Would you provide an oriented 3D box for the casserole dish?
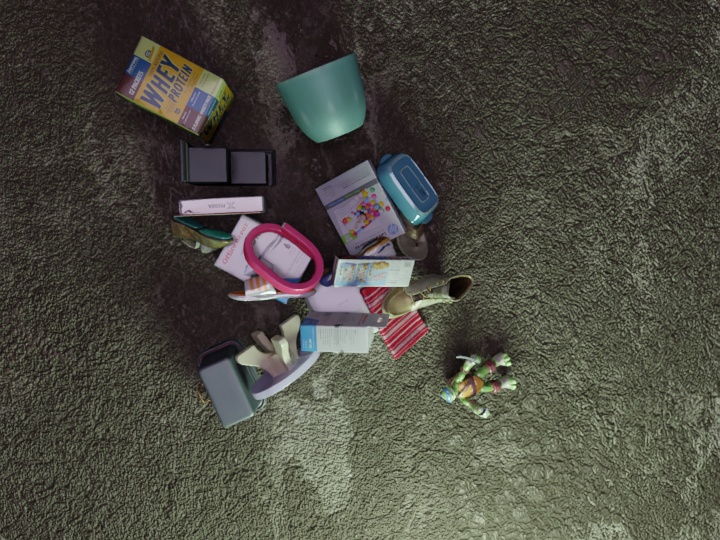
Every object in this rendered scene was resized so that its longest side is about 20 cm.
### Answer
[{"bbox_3d":[0.124,-0.208,1.520,0.200,0.039,0.121,54,52,-9],"label":"casserole dish"}]

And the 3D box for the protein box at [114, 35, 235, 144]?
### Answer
[{"bbox_3d":[-0.418,-0.407,1.415,0.198,0.200,0.135,27,92,-6],"label":"protein box"}]

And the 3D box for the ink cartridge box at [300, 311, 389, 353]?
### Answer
[{"bbox_3d":[-0.033,0.146,1.455,0.200,0.116,0.067,1,102,8],"label":"ink cartridge box"}]

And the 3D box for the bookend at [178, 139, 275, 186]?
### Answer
[{"bbox_3d":[-0.305,-0.248,1.439,0.198,0.200,0.092,-1,95,-4],"label":"bookend"}]

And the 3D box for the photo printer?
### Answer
[{"bbox_3d":[-0.042,0.085,1.552,0.166,0.069,0.200,-27,96,-2],"label":"photo printer"}]

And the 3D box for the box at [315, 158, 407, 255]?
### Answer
[{"bbox_3d":[0.001,-0.151,1.527,0.156,0.041,0.200,-25,98,19],"label":"box"}]

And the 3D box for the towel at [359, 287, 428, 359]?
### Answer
[{"bbox_3d":[0.087,0.103,1.547,0.145,0.022,0.200,-33,99,-40],"label":"towel"}]

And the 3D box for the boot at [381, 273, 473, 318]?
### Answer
[{"bbox_3d":[0.162,0.059,1.494,0.200,0.155,0.072,-24,100,-27],"label":"boot"}]

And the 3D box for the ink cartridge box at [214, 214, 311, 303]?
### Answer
[{"bbox_3d":[-0.237,-0.030,1.520,0.200,0.086,0.147,29,92,-8],"label":"ink cartridge box"}]

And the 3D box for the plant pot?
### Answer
[{"bbox_3d":[-0.078,-0.400,1.454,0.200,0.201,0.161,-23,109,-2],"label":"plant pot"}]

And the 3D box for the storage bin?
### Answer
[{"bbox_3d":[-0.332,0.288,1.513,0.145,0.134,0.200,-23,95,-3],"label":"storage bin"}]

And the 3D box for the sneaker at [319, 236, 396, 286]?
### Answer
[{"bbox_3d":[0.000,0.000,1.483,0.200,0.075,0.088,-28,109,-4],"label":"sneaker"}]

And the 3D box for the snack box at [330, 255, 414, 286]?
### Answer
[{"bbox_3d":[0.030,0.002,1.451,0.200,0.024,0.072,0,116,-25],"label":"snack box"}]

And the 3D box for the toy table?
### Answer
[{"bbox_3d":[-0.204,0.207,1.502,0.200,0.184,0.117,-40,109,-36],"label":"toy table"}]

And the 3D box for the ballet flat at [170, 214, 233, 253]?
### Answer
[{"bbox_3d":[-0.384,-0.078,1.480,0.200,0.071,0.071,21,93,29],"label":"ballet flat"}]

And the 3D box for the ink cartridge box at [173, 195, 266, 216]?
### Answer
[{"bbox_3d":[-0.329,-0.153,1.457,0.200,0.174,0.044,-3,95,-4],"label":"ink cartridge box"}]

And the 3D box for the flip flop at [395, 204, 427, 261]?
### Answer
[{"bbox_3d":[0.130,-0.121,1.554,0.081,0.058,0.200,-5,92,-8],"label":"flip flop"}]

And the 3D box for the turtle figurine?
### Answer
[{"bbox_3d":[0.314,0.286,1.547,0.194,0.200,0.144,-18,63,-25],"label":"turtle figurine"}]

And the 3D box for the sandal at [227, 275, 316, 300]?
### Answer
[{"bbox_3d":[-0.209,0.035,1.452,0.206,0.079,0.059,-3,96,-12],"label":"sandal"}]

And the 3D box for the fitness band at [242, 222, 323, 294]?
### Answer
[{"bbox_3d":[-0.179,-0.031,1.435,0.200,0.037,0.144,38,56,1],"label":"fitness band"}]
